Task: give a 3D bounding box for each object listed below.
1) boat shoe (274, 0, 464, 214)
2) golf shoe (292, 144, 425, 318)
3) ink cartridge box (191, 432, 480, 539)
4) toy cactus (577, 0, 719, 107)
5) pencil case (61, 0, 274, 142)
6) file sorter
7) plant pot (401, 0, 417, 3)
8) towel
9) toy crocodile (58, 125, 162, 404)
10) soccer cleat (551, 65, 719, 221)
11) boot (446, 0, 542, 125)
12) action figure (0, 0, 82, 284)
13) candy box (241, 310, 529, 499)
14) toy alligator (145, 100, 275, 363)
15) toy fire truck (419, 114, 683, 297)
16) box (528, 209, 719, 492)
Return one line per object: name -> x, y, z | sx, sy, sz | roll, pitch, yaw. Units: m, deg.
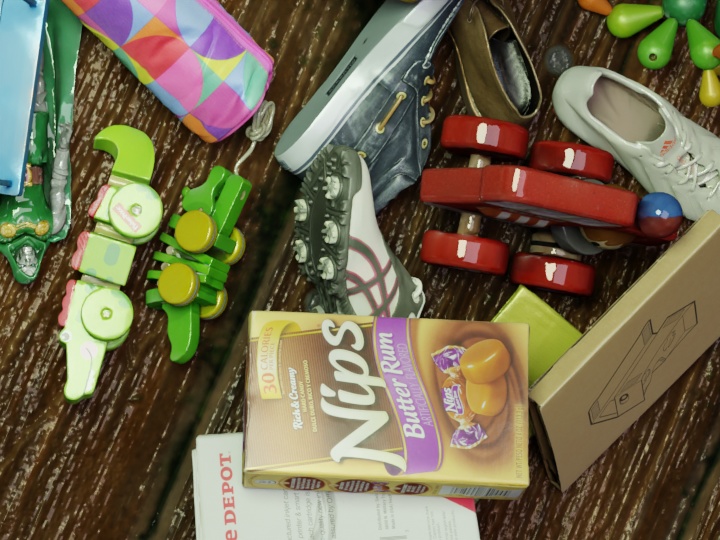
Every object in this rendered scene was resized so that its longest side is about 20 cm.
boat shoe -> 0.031, -0.133, 1.523 | 0.091, 0.071, 0.201 | 38, 100, -19
golf shoe -> 0.000, 0.000, 1.514 | 0.087, 0.077, 0.202 | -10, 115, -24
ink cartridge box -> -0.018, 0.192, 1.472 | 0.198, 0.084, 0.147 | -4, 63, -5
toy cactus -> 0.262, -0.228, 1.596 | 0.199, 0.102, 0.166 | 38, 71, -5
pencil case -> -0.146, -0.182, 1.459 | 0.200, 0.088, 0.089 | 45, 79, -22
file sorter -> -0.324, -0.135, 1.370 | 0.198, 0.123, 0.140 | 8, 89, 2
plant pot -> 0.023, -0.297, 1.398 | 0.200, 0.194, 0.196 | 47, 75, -10
towel -> 0.088, 0.111, 1.553 | 0.086, 0.018, 0.200 | 38, 96, -17
toy crocodile -> -0.183, -0.004, 1.472 | 0.061, 0.068, 0.202 | 15, 84, -6
soccer cleat -> 0.235, -0.093, 1.588 | 0.199, 0.078, 0.070 | 29, 83, -15
boot -> 0.088, -0.203, 1.546 | 0.073, 0.075, 0.202 | -24, 96, -12
action figure -> -0.243, -0.091, 1.462 | 0.117, 0.055, 0.202 | -5, 95, -16
candy box -> 0.018, 0.095, 1.438 | 0.198, 0.057, 0.118 | 2, 72, -3
toy alligator -> -0.116, -0.033, 1.500 | 0.054, 0.059, 0.202 | 16, 85, 25
toy fire truck -> 0.146, -0.044, 1.508 | 0.198, 0.167, 0.113 | 12, 87, -29
box -> 0.207, 0.064, 1.553 | 0.200, 0.164, 0.021 | -44, 61, -12
